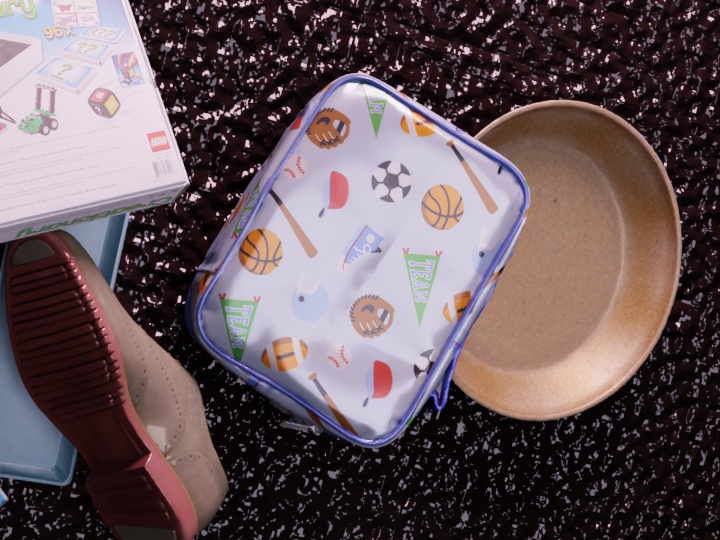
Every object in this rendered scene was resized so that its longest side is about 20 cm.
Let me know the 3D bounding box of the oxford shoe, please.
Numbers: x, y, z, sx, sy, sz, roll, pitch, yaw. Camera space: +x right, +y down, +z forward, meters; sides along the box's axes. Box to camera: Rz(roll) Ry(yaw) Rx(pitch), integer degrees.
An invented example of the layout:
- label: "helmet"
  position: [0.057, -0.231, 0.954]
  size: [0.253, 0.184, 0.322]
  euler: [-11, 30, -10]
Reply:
- label: "oxford shoe"
  position: [-0.135, 0.060, 1.202]
  size: [0.075, 0.070, 0.201]
  euler: [-41, 116, -49]

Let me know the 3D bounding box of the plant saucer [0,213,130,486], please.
- label: "plant saucer"
  position: [-0.175, 0.018, 1.207]
  size: [0.070, 0.019, 0.202]
  euler: [11, 92, -30]

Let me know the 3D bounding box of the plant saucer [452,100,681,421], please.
- label: "plant saucer"
  position: [0.112, -0.008, 1.356]
  size: [0.199, 0.035, 0.202]
  euler: [-5, 101, -29]

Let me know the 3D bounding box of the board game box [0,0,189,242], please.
- label: "board game box"
  position: [-0.202, -0.078, 1.137]
  size: [0.199, 0.035, 0.127]
  euler: [-14, 78, -27]

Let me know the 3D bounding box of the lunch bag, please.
- label: "lunch bag"
  position: [0.000, 0.000, 1.248]
  size: [0.160, 0.076, 0.201]
  euler: [32, 84, -9]

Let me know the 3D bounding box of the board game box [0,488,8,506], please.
- label: "board game box"
  position: [-0.307, 0.120, 1.112]
  size: [0.200, 0.064, 0.148]
  euler: [-39, 109, -19]
